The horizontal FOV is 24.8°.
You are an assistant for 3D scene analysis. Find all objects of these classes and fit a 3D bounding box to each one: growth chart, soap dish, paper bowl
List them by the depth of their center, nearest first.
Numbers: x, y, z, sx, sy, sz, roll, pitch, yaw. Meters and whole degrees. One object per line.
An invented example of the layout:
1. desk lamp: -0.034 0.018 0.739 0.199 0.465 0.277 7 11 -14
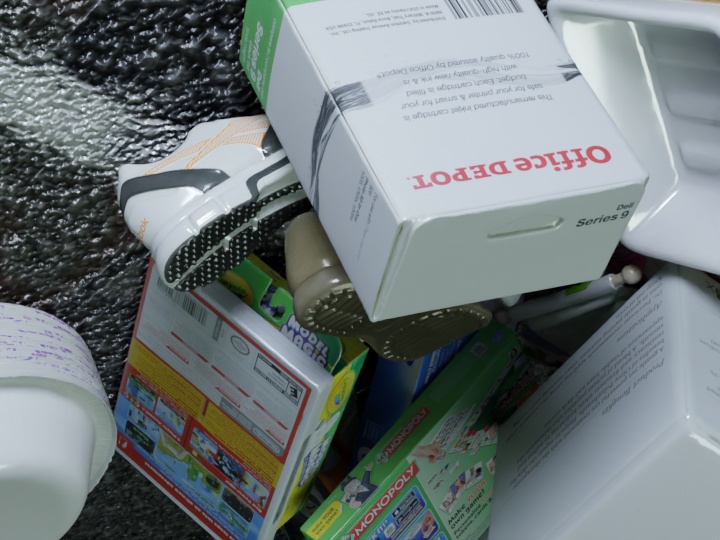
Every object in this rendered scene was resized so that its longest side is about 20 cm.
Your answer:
1. soap dish: 0.204 -0.093 0.968 0.081 0.157 0.201 -40 124 -25
2. paper bowl: -0.250 0.121 1.027 0.200 0.105 0.201 -19 145 -14
3. growth chart: 0.186 0.059 1.165 0.144 0.018 0.200 -16 144 38

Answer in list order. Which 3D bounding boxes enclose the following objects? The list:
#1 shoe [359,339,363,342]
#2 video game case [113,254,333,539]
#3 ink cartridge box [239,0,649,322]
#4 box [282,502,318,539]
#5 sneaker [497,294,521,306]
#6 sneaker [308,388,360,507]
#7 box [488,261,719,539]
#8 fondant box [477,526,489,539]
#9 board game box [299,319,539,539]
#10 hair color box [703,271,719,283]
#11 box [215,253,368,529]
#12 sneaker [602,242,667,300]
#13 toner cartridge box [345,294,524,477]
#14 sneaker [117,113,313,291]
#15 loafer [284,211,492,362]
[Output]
1. shoe: 0.000 0.000 1.060 0.070 0.053 0.201 -7 133 -35
2. video game case: -0.097 0.092 1.066 0.017 0.143 0.200 -36 157 -41
3. ink cartridge box: 0.038 -0.082 0.870 0.145 0.200 0.084 -10 143 -23
4. box: 0.053 0.189 1.332 0.200 0.086 0.164 -32 146 6
5. sneaker: 0.103 -0.041 1.022 0.112 0.073 0.200 -48 177 3
6. sneaker: -0.042 0.115 1.188 0.078 0.077 0.200 -54 139 -31
7. box: 0.216 0.147 1.055 0.200 0.172 0.199 33 123 -13
8. fondant box: 0.109 0.240 1.310 0.200 0.058 0.144 16 126 -47
9. board game box: 0.055 0.148 1.149 0.200 0.029 0.135 -46 137 -17
10. hair color box: 0.324 0.020 1.195 0.111 0.200 0.064 -25 146 -4
11. box: -0.068 0.072 1.073 0.048 0.117 0.200 -37 158 -39
12. sneaker: 0.163 -0.053 1.109 0.200 0.081 0.088 46 60 -41
13. toner cartridge box: 0.048 0.104 1.173 0.095 0.043 0.201 -2 112 -46
14. sneaker: -0.053 -0.069 0.948 0.200 0.080 0.074 -30 150 -29
15. loafer: 0.019 0.006 0.990 0.076 0.068 0.200 -26 159 18
